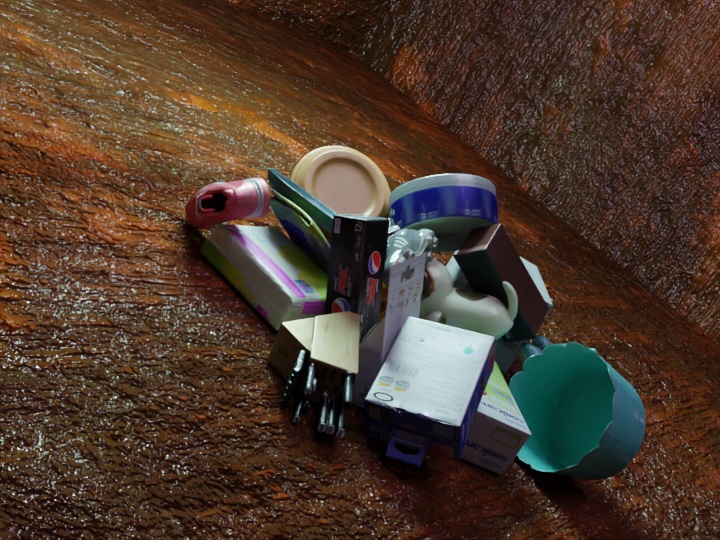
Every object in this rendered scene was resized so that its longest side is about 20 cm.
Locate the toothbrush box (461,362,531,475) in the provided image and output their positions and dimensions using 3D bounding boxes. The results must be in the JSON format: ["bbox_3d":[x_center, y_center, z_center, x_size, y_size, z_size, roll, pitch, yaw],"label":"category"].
[{"bbox_3d":[0.155,0.196,1.366,0.144,0.087,0.201,26,21,-19],"label":"toothbrush box"}]

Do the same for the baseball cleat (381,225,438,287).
[{"bbox_3d":[0.055,-0.020,1.453,0.105,0.071,0.200,9,19,22],"label":"baseball cleat"}]

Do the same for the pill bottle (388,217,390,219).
[{"bbox_3d":[-0.005,-0.068,1.708,0.198,0.114,0.114,27,19,-18],"label":"pill bottle"}]

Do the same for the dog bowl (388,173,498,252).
[{"bbox_3d":[0.150,-0.100,1.619,0.198,0.198,0.080,13,67,-44],"label":"dog bowl"}]

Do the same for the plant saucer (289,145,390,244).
[{"bbox_3d":[-0.033,-0.140,1.636,0.196,0.037,0.204,6,68,-16],"label":"plant saucer"}]

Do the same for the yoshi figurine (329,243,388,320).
[{"bbox_3d":[-0.011,0.011,1.519,0.110,0.114,0.201,11,27,-33],"label":"yoshi figurine"}]

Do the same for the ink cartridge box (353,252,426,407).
[{"bbox_3d":[0.042,0.081,1.298,0.049,0.204,0.161,7,10,21],"label":"ink cartridge box"}]

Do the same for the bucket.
[{"bbox_3d":[0.340,0.229,1.418,0.134,0.208,0.208,28,17,-42],"label":"bucket"}]

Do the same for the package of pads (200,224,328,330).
[{"bbox_3d":[-0.130,0.007,1.393,0.200,0.069,0.153,43,22,26],"label":"package of pads"}]

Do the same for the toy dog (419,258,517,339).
[{"bbox_3d":[0.150,0.068,1.524,0.199,0.195,0.140,39,31,0],"label":"toy dog"}]

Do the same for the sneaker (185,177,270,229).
[{"bbox_3d":[-0.227,-0.106,1.384,0.086,0.075,0.198,-7,-2,-44],"label":"sneaker"}]

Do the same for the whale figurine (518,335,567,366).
[{"bbox_3d":[0.363,0.182,1.642,0.199,0.103,0.161,32,35,-48],"label":"whale figurine"}]

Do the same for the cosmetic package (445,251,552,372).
[{"bbox_3d":[0.247,0.054,1.735,0.164,0.169,0.201,29,18,-9],"label":"cosmetic package"}]

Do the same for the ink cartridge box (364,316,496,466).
[{"bbox_3d":[0.090,0.166,1.203,0.134,0.077,0.201,12,42,19],"label":"ink cartridge box"}]

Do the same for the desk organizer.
[{"bbox_3d":[0.250,0.023,1.571,0.201,0.071,0.077,57,48,-22],"label":"desk organizer"}]

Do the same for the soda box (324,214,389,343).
[{"bbox_3d":[-0.008,0.019,1.348,0.062,0.204,0.070,11,9,32],"label":"soda box"}]

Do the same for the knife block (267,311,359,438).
[{"bbox_3d":[-0.033,0.139,1.199,0.198,0.065,0.175,-7,40,-48],"label":"knife block"}]

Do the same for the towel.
[{"bbox_3d":[-0.077,-0.030,1.445,0.143,0.023,0.202,37,-20,45],"label":"towel"}]

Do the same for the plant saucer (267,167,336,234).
[{"bbox_3d":[-0.078,-0.102,1.495,0.199,0.028,0.200,36,4,-3],"label":"plant saucer"}]
